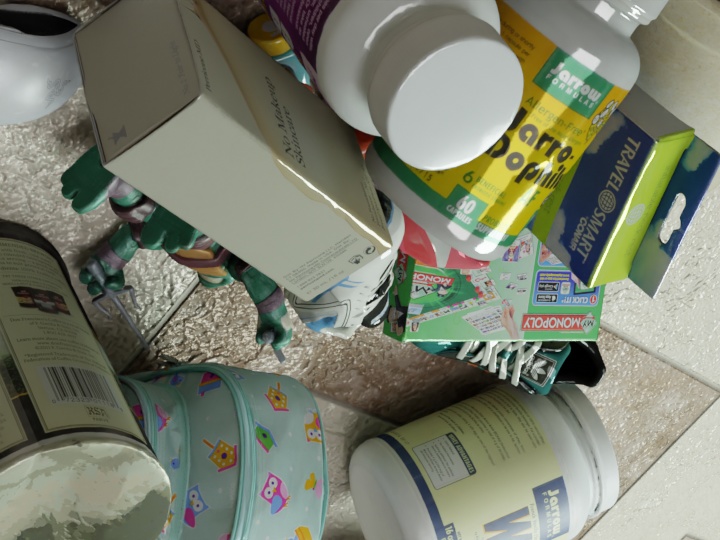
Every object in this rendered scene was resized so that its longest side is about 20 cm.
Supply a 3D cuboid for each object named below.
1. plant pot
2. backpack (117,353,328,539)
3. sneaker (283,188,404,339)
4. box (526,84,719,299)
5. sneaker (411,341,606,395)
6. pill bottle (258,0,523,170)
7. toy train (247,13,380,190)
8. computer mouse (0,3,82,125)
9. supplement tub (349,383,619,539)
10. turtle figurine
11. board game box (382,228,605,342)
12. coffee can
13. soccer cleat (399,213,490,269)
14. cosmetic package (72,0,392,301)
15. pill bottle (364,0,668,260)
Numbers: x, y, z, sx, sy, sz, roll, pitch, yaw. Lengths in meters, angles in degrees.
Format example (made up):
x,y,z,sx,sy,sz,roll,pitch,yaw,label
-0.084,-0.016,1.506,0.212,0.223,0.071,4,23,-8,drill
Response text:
x,y,z,sx,sy,sz,roll,pitch,yaw,label
0.235,-0.157,1.057,0.198,0.202,0.184,-9,144,-28,plant pot
-0.121,0.148,1.046,0.198,0.178,0.153,-11,158,37,backpack
0.000,0.000,1.050,0.072,0.072,0.200,-54,-177,-19,sneaker
0.139,-0.084,1.029,0.047,0.200,0.123,-13,136,-38,box
0.124,0.056,1.248,0.198,0.080,0.072,6,125,-38,sneaker
0.012,-0.147,0.876,0.111,0.201,0.113,-15,134,-17,pill bottle
-0.031,-0.089,1.019,0.198,0.056,0.151,9,122,-41,toy train
-0.237,-0.115,0.857,0.198,0.044,0.111,-2,129,-34,computer mouse
0.105,0.182,1.307,0.198,0.145,0.146,-20,138,-18,supplement tub
-0.114,-0.011,1.007,0.148,0.102,0.200,7,160,16,turtle figurine
0.112,-0.014,1.170,0.198,0.029,0.136,2,101,-36,board game box
-0.218,0.088,0.944,0.145,0.201,0.147,-19,138,-18,coffee can
0.069,-0.097,1.036,0.067,0.076,0.202,-40,143,-64,soccer cleat
-0.070,-0.073,0.892,0.073,0.104,0.200,-31,145,17,cosmetic package
0.100,-0.116,0.939,0.112,0.113,0.201,20,113,-45,pill bottle
